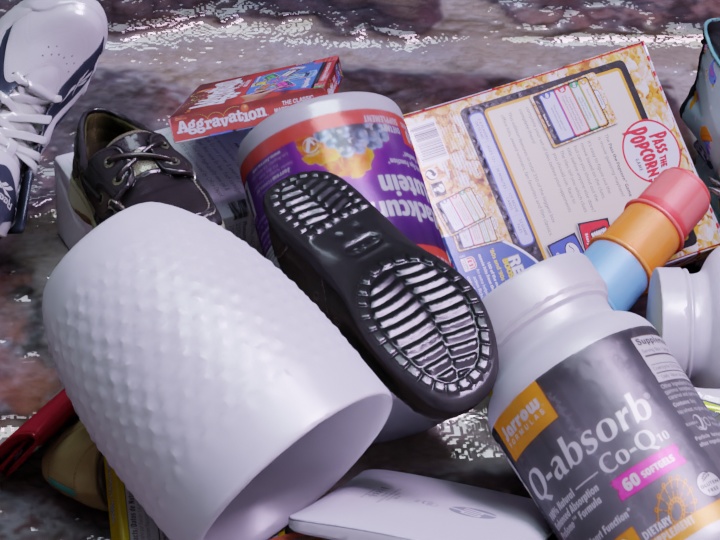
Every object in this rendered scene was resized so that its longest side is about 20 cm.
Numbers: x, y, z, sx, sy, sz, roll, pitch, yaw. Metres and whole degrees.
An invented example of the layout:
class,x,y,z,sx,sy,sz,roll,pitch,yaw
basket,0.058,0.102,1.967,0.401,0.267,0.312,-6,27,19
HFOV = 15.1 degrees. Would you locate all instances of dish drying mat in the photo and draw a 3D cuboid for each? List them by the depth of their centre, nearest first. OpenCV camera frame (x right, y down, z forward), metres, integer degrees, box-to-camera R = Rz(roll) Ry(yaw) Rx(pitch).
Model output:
class,x,y,z,sx,sy,sz,roll,pitch,yaw
dish drying mat,-0.159,0.063,1.688,0.018,0.077,0.200,47,46,0

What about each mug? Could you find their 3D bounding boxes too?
class,x,y,z,sx,sy,sz,roll,pitch,yaw
mug,-0.081,0.053,1.554,0.175,0.148,0.200,48,20,16

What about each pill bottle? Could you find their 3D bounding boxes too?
class,x,y,z,sx,sy,sz,roll,pitch,yaw
pill bottle,0.143,0.097,1.564,0.116,0.116,0.200,-22,68,-29
pill bottle,0.000,0.000,1.694,0.111,0.111,0.201,-11,69,-17
pill bottle,0.283,0.039,1.708,0.199,0.113,0.113,1,37,-2

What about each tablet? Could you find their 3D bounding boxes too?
class,x,y,z,sx,sy,sz,roll,pitch,yaw
tablet,0.043,0.140,1.556,0.130,0.014,0.200,11,7,12

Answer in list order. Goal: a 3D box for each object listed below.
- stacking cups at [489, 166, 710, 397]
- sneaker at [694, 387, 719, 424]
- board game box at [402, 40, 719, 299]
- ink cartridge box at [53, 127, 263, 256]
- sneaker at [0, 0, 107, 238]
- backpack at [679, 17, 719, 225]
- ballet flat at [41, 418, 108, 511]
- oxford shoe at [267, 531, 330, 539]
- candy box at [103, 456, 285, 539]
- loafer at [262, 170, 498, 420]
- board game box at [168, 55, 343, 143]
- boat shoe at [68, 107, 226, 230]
class,x,y,z,sx,sy,sz,roll,pitch,yaw
stacking cups,0.158,0.013,1.739,0.060,0.061,0.200,29,59,30
sneaker,0.185,0.111,1.643,0.199,0.074,0.081,3,40,3
board game box,0.126,-0.052,1.801,0.199,0.046,0.152,-18,82,-24
ink cartridge box,-0.093,-0.045,1.830,0.199,0.067,0.116,-15,40,-22
sneaker,-0.230,-0.083,1.786,0.199,0.079,0.130,-41,36,17
backpack,0.319,-0.076,1.826,0.175,0.154,0.200,-3,34,-19
ballet flat,-0.124,0.075,1.677,0.063,0.069,0.200,6,32,35
oxford shoe,0.011,0.192,1.526,0.199,0.071,0.073,0,42,-4
candy box,-0.102,0.098,1.607,0.102,0.026,0.201,4,56,-19
loafer,0.014,0.022,1.580,0.073,0.072,0.200,-22,49,-21
board game box,-0.067,-0.115,1.811,0.102,0.020,0.200,-13,9,4
boat shoe,-0.141,-0.054,1.688,0.073,0.065,0.200,-18,21,-22
